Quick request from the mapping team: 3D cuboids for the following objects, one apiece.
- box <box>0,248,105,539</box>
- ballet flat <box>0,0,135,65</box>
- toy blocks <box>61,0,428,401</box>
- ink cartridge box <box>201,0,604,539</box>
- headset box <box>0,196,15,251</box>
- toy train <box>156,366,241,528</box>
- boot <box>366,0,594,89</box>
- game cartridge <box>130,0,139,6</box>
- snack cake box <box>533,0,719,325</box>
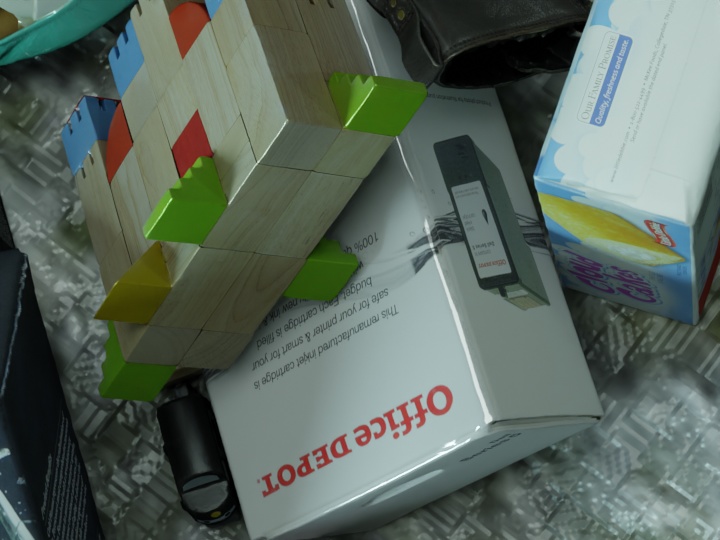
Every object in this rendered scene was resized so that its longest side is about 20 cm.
[{"bbox_3d":[-0.216,0.117,1.097,0.199,0.124,0.197,-10,118,4],"label":"box"},{"bbox_3d":[-0.175,-0.126,1.211,0.199,0.070,0.068,-25,79,20],"label":"ballet flat"},{"bbox_3d":[-0.060,-0.060,1.079,0.200,0.100,0.137,-53,43,39],"label":"toy blocks"},{"bbox_3d":[0.000,0.000,1.134,0.145,0.084,0.201,-29,71,36],"label":"ink cartridge box"},{"bbox_3d":[-0.254,0.033,1.209,0.199,0.077,0.149,-18,74,5],"label":"headset box"},{"bbox_3d":[-0.094,0.021,1.196,0.034,0.046,0.201,-21,73,5],"label":"toy train"},{"bbox_3d":[0.044,-0.150,1.120,0.174,0.200,0.069,48,134,18],"label":"boot"},{"bbox_3d":[-0.051,-0.204,1.249,0.199,0.040,0.134,-9,78,8],"label":"game cartridge"},{"bbox_3d":[0.126,-0.057,1.091,0.067,0.200,0.115,17,80,11],"label":"snack cake box"}]
